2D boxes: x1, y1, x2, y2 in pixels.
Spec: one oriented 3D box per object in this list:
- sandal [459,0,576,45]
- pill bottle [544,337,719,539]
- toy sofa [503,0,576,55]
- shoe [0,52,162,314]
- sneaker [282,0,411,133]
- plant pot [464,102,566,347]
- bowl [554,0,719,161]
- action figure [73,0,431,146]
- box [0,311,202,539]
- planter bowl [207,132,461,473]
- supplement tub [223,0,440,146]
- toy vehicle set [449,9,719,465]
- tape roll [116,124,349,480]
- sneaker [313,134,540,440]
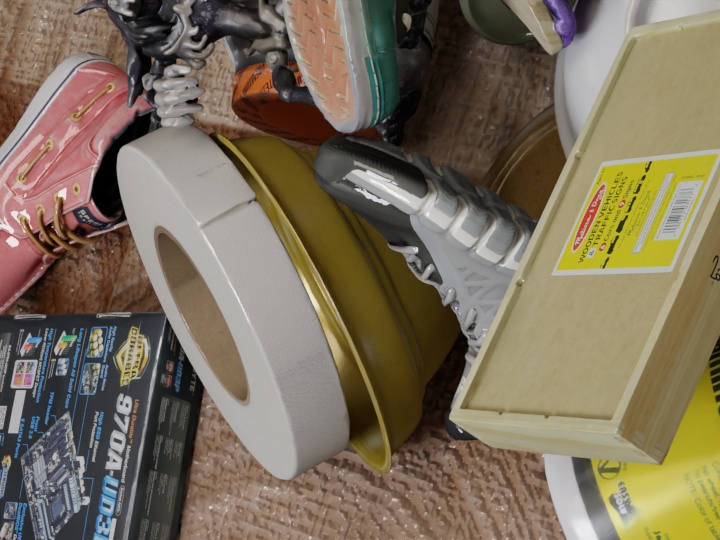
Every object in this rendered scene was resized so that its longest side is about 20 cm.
[{"bbox_3d":[0.134,-0.183,1.063,0.201,0.080,0.057,-41,10,26],"label":"sandal"},{"bbox_3d":[0.193,0.077,0.907,0.199,0.112,0.113,-27,60,23],"label":"pill bottle"},{"bbox_3d":[0.085,-0.196,1.010,0.082,0.098,0.200,-30,29,1],"label":"toy sofa"},{"bbox_3d":[-0.195,-0.038,1.266,0.091,0.071,0.201,32,90,45],"label":"shoe"},{"bbox_3d":[0.003,-0.168,0.966,0.071,0.079,0.202,161,101,-66],"label":"sneaker"},{"bbox_3d":[0.128,-0.012,1.045,0.199,0.027,0.202,-13,67,34],"label":"plant pot"},{"bbox_3d":[0.180,-0.104,0.961,0.199,0.090,0.203,-4,77,18],"label":"bowl"},{"bbox_3d":[-0.066,-0.129,1.036,0.198,0.102,0.120,14,96,11],"label":"action figure"},{"bbox_3d":[-0.178,0.126,1.212,0.158,0.046,0.202,-3,72,36],"label":"box"},{"bbox_3d":[0.000,0.000,1.066,0.083,0.201,0.201,-27,53,-11],"label":"planter bowl"},{"bbox_3d":[-0.011,-0.179,1.146,0.122,0.122,0.202,0,73,37],"label":"supplement tub"},{"bbox_3d":[0.118,-0.018,0.834,0.124,0.026,0.201,-1,60,62],"label":"toy vehicle set"},{"bbox_3d":[-0.070,0.017,1.081,0.037,0.204,0.203,-27,52,-15],"label":"tape roll"},{"bbox_3d":[0.050,0.022,0.969,0.116,0.199,0.075,-62,10,13],"label":"sneaker"}]
